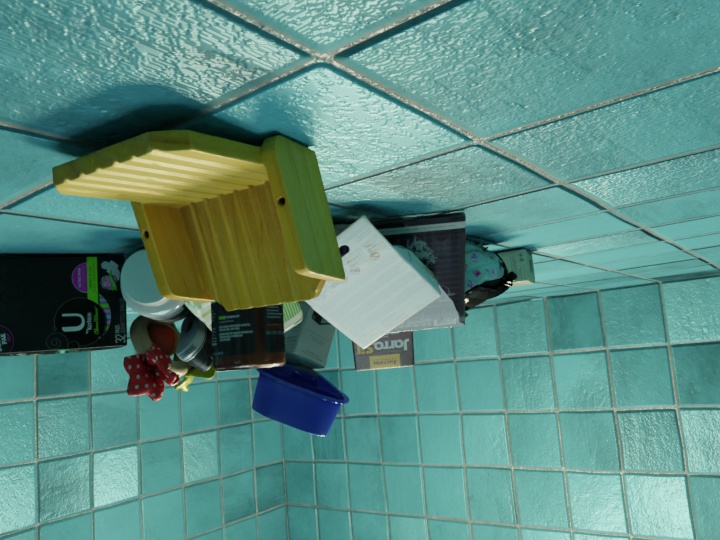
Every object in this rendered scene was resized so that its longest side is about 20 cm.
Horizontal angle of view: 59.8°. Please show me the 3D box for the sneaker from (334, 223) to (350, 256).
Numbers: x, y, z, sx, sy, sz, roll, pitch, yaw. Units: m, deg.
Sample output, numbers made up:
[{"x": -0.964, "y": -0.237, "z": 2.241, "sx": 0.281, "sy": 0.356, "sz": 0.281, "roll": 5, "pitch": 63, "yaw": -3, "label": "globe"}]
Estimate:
[{"x": -0.055, "y": -0.025, "z": 0.945, "sx": 0.197, "sy": 0.085, "sz": 0.080, "roll": 2, "pitch": 170, "yaw": -44, "label": "sneaker"}]

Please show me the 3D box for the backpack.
[{"x": 0.191, "y": 0.017, "z": 1.203, "sx": 0.166, "sy": 0.128, "sz": 0.199, "roll": -39, "pitch": 163, "yaw": 20, "label": "backpack"}]

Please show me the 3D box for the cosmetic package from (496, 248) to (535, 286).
[{"x": 0.286, "y": 0.005, "z": 1.412, "sx": 0.196, "sy": 0.073, "sz": 0.105, "roll": -8, "pitch": 172, "yaw": 23, "label": "cosmetic package"}]

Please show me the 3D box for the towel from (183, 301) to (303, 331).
[{"x": -0.184, "y": 0.061, "z": 1.035, "sx": 0.151, "sy": 0.024, "sz": 0.201, "roll": -32, "pitch": 140, "yaw": -4, "label": "towel"}]

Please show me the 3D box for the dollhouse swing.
[{"x": -0.152, "y": -0.031, "z": 0.588, "sx": 0.196, "sy": 0.186, "sz": 0.175, "roll": -9, "pitch": -168, "yaw": 29, "label": "dollhouse swing"}]

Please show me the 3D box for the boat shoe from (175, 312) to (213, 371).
[{"x": -0.267, "y": 0.105, "z": 1.089, "sx": 0.070, "sy": 0.066, "sz": 0.201, "roll": -39, "pitch": -158, "yaw": 9, "label": "boat shoe"}]

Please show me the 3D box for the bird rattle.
[{"x": -0.349, "y": 0.149, "z": 1.097, "sx": 0.113, "sy": 0.164, "sz": 0.199, "roll": -44, "pitch": 158, "yaw": 18, "label": "bird rattle"}]

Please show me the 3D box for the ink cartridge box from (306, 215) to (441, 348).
[{"x": 0.002, "y": 0.014, "z": 0.929, "sx": 0.161, "sy": 0.051, "sz": 0.200, "roll": -36, "pitch": 124, "yaw": 17, "label": "ink cartridge box"}]

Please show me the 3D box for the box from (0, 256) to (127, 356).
[{"x": -0.492, "y": 0.059, "z": 1.027, "sx": 0.196, "sy": 0.152, "sz": 0.124, "roll": -1, "pitch": 172, "yaw": -26, "label": "box"}]

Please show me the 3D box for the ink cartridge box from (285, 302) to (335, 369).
[{"x": -0.115, "y": 0.094, "z": 1.293, "sx": 0.083, "sy": 0.204, "sz": 0.144, "roll": 31, "pitch": 153, "yaw": -31, "label": "ink cartridge box"}]

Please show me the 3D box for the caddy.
[{"x": -0.121, "y": 0.242, "z": 1.239, "sx": 0.196, "sy": 0.107, "sz": 0.141, "roll": 20, "pitch": 178, "yaw": -1, "label": "caddy"}]

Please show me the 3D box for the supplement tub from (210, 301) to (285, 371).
[{"x": -0.163, "y": 0.039, "z": 0.900, "sx": 0.104, "sy": 0.205, "sz": 0.107, "roll": -3, "pitch": 173, "yaw": 0, "label": "supplement tub"}]

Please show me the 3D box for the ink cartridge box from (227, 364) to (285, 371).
[{"x": -0.239, "y": 0.088, "z": 1.197, "sx": 0.173, "sy": 0.205, "sz": 0.083, "roll": -10, "pitch": 172, "yaw": 30, "label": "ink cartridge box"}]

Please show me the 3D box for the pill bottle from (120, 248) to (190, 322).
[{"x": -0.326, "y": 0.023, "z": 1.018, "sx": 0.108, "sy": 0.113, "sz": 0.200, "roll": -4, "pitch": 172, "yaw": -9, "label": "pill bottle"}]

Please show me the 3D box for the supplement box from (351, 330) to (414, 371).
[{"x": 0.033, "y": 0.063, "z": 1.072, "sx": 0.108, "sy": 0.204, "sz": 0.086, "roll": -6, "pitch": -151, "yaw": 1, "label": "supplement box"}]

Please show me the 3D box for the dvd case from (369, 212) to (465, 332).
[{"x": 0.092, "y": 0.008, "z": 0.983, "sx": 0.145, "sy": 0.204, "sz": 0.016, "roll": -5, "pitch": -149, "yaw": 1, "label": "dvd case"}]
